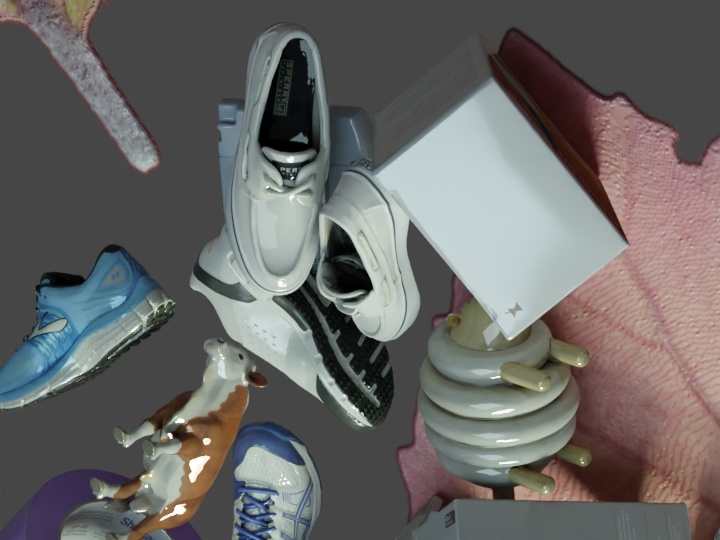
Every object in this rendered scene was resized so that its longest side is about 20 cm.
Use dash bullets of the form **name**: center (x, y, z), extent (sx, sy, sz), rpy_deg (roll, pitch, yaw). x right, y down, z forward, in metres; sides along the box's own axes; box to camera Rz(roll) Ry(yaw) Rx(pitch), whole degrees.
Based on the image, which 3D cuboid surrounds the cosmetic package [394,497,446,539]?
- **cosmetic package**: center (0.026, 0.296, 1.725), extent (0.090, 0.107, 0.200), rpy_deg (40, 123, -4)

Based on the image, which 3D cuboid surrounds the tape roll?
- **tape roll**: center (-0.212, 0.268, 1.741), extent (0.200, 0.200, 0.066), rpy_deg (42, 121, -6)

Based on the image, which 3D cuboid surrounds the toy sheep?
- **toy sheep**: center (0.108, 0.103, 1.594), extent (0.137, 0.138, 0.201), rpy_deg (5, 115, 15)

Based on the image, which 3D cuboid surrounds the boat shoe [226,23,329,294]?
- **boat shoe**: center (-0.055, -0.080, 1.525), extent (0.071, 0.066, 0.201), rpy_deg (7, 95, -12)

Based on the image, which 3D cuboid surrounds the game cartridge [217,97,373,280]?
- **game cartridge**: center (-0.041, -0.037, 1.626), extent (0.132, 0.042, 0.201), rpy_deg (3, 117, 12)

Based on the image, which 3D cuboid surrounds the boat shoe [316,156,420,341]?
- **boat shoe**: center (0.000, 0.000, 1.529), extent (0.072, 0.066, 0.200), rpy_deg (37, 155, 19)

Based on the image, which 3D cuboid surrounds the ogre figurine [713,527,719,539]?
- **ogre figurine**: center (0.317, 0.264, 1.623), extent (0.119, 0.099, 0.200), rpy_deg (19, 149, 5)

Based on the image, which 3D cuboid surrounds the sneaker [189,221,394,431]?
- **sneaker**: center (-0.052, 0.047, 1.621), extent (0.200, 0.074, 0.080), rpy_deg (51, 131, -5)

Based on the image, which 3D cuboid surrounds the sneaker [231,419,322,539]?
- **sneaker**: center (-0.076, 0.226, 1.743), extent (0.075, 0.088, 0.201), rpy_deg (3, 116, 19)

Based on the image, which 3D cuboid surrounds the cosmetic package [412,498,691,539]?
- **cosmetic package**: center (0.149, 0.229, 1.604), extent (0.199, 0.091, 0.107), rpy_deg (0, 160, -16)

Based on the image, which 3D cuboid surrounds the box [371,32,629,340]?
- **box**: center (0.094, -0.065, 1.458), extent (0.106, 0.200, 0.152), rpy_deg (-38, 102, 10)

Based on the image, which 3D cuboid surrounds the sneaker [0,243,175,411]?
- **sneaker**: center (-0.243, 0.046, 1.726), extent (0.200, 0.078, 0.090), rpy_deg (-35, 83, 26)

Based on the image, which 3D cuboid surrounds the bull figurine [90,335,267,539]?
- **bull figurine**: center (-0.151, 0.146, 1.712), extent (0.065, 0.121, 0.201), rpy_deg (44, 131, 29)
